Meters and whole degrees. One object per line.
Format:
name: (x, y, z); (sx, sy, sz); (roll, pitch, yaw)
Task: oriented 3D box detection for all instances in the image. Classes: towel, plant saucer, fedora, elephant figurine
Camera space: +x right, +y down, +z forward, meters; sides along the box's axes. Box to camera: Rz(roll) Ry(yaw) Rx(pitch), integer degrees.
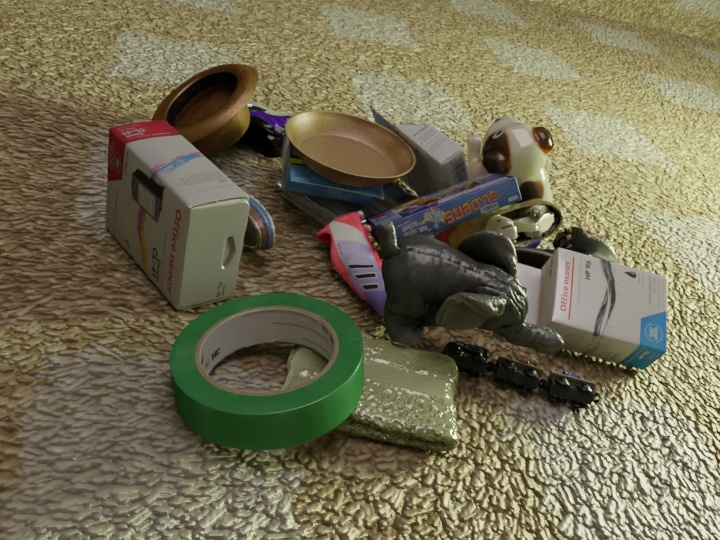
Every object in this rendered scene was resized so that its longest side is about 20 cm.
towel: (-0.023, -0.124, 1.234); (0.146, 0.024, 0.199); (36, 37, 27)
towel: (0.014, 0.127, 0.857); (0.198, 0.037, 0.149); (15, 33, -3)
plant saucer: (-0.018, -0.175, 1.138); (0.198, 0.036, 0.201); (13, 34, -9)
fedora: (-0.237, -0.247, 1.238); (0.198, 0.082, 0.202); (-15, 43, 14)
elephant figurine: (0.132, 0.022, 0.897); (0.198, 0.144, 0.155); (4, 1, 22)

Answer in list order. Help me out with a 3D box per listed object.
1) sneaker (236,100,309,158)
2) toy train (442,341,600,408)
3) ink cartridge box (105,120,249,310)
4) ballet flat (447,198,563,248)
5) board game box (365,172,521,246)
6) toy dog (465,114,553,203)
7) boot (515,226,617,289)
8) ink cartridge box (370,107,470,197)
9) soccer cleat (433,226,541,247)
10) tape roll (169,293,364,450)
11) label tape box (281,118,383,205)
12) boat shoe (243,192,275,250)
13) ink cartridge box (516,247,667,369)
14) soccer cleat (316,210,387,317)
sneaker: (-0.126, -0.223, 1.305); (0.197, 0.070, 0.100); (7, 40, -7)
toy train: (0.196, 0.126, 0.945); (0.198, 0.034, 0.046); (16, 20, 1)
ink cartridge box: (-0.231, -0.072, 0.943); (0.085, 0.149, 0.200); (-14, 42, -38)
ballet flat: (0.215, -0.062, 1.108); (0.198, 0.071, 0.071); (-17, 44, -33)
board game box: (0.111, -0.086, 1.084); (0.198, 0.035, 0.135); (-20, 11, -2)
toy dog: (0.238, -0.155, 1.222); (0.138, 0.201, 0.196); (-18, 60, 2)
boot: (0.306, -0.014, 1.169); (0.197, 0.074, 0.151); (10, 27, 6)
ink cartridge box: (0.105, -0.171, 1.237); (0.057, 0.163, 0.200); (-31, 48, -6)
soccer cleat: (0.200, -0.036, 1.175); (0.198, 0.068, 0.074); (3, 60, -31)
tape roll: (-0.095, 0.098, 0.798); (0.198, 0.049, 0.201); (-1, 32, 0)
label tape box: (-0.047, -0.152, 1.184); (0.141, 0.067, 0.201); (8, 36, -13)
boat shoe: (-0.197, -0.072, 1.043); (0.199, 0.073, 0.072); (28, 37, 35)
ink cartridge box: (0.304, 0.046, 1.038); (0.198, 0.068, 0.117); (14, 61, -3)
soccer cleat: (0.000, 0.000, 1.033); (0.076, 0.067, 0.201); (-25, 48, 2)
